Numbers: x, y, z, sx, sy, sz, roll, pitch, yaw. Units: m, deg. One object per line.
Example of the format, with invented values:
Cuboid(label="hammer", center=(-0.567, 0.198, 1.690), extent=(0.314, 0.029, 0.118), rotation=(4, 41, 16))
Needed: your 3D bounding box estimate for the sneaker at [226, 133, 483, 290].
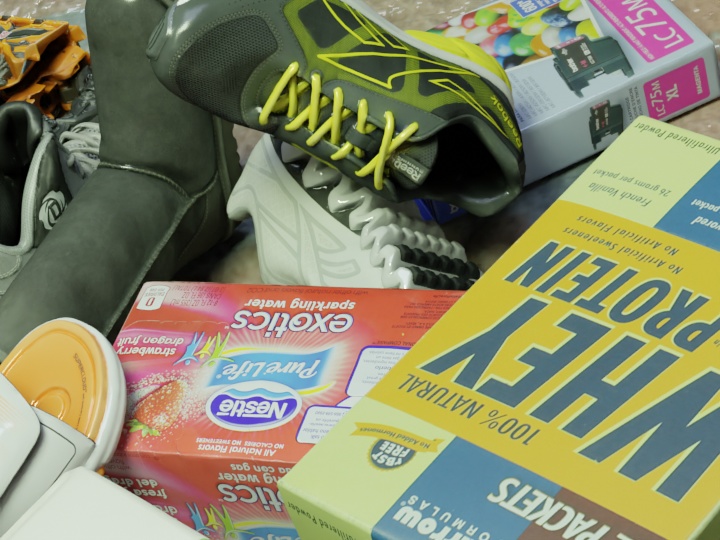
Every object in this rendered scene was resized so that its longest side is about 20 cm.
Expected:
Cuboid(label="sneaker", center=(0.000, 0.000, 0.981), extent=(0.081, 0.075, 0.200), rotation=(-50, 49, 19))

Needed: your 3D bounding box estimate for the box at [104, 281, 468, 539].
Cuboid(label="box", center=(-0.011, 0.073, 0.869), extent=(0.198, 0.096, 0.100), rotation=(1, 45, 24))

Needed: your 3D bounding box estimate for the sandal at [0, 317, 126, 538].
Cuboid(label="sandal", center=(-0.168, 0.098, 0.812), extent=(0.079, 0.059, 0.208), rotation=(15, 64, 38))

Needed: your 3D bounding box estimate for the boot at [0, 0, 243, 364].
Cuboid(label="boot", center=(-0.131, -0.023, 0.972), extent=(0.072, 0.183, 0.200), rotation=(6, 41, 35))

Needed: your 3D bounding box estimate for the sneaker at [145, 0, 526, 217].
Cuboid(label="sneaker", center=(-0.001, -0.079, 0.935), extent=(0.198, 0.075, 0.085), rotation=(10, 36, -30))

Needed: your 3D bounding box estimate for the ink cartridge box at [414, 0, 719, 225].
Cuboid(label="ink cartridge box", center=(0.074, -0.093, 1.072), extent=(0.199, 0.042, 0.120), rotation=(-27, 39, -5))

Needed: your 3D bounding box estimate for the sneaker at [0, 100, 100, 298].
Cuboid(label="sneaker", center=(-0.146, -0.056, 1.058), extent=(0.074, 0.116, 0.201), rotation=(-2, 43, 20))

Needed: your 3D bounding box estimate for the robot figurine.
Cuboid(label="robot figurine", center=(-0.224, -0.078, 1.159), extent=(0.144, 0.059, 0.200), rotation=(9, 48, 35))

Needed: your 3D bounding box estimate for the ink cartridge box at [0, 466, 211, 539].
Cuboid(label="ink cartridge box", center=(-0.041, 0.180, 0.679), extent=(0.145, 0.201, 0.084), rotation=(22, 57, 40))

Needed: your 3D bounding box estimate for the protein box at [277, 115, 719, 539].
Cuboid(label="protein box", center=(0.108, 0.096, 0.713), extent=(0.134, 0.200, 0.200), rotation=(22, 55, 40))
